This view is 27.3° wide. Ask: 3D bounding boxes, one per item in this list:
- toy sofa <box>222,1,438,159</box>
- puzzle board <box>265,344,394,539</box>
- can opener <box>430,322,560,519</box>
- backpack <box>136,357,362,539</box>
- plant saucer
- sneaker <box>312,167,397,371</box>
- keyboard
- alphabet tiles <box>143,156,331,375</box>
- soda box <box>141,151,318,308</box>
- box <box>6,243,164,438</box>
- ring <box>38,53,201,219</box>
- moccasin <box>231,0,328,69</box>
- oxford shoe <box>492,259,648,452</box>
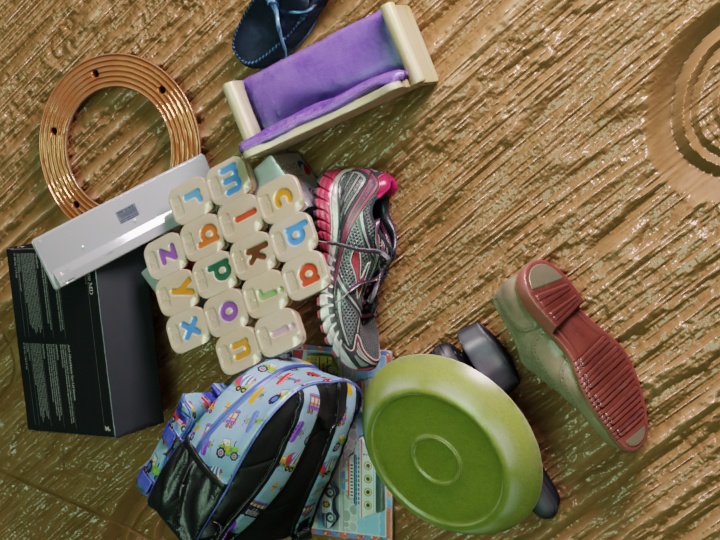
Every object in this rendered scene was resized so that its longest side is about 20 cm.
[{"bbox_3d":[-0.035,-0.181,1.430,0.199,0.098,0.083,-22,88,25],"label":"toy sofa"},{"bbox_3d":[-0.038,0.177,1.527,0.150,0.017,0.201,3,99,23],"label":"puzzle board"},{"bbox_3d":[0.132,0.151,1.425,0.078,0.063,0.201,-31,85,23],"label":"can opener"},{"bbox_3d":[-0.100,0.167,1.444,0.134,0.182,0.201,39,111,29],"label":"backpack"},{"bbox_3d":[0.079,0.176,1.421,0.199,0.031,0.201,17,124,27],"label":"plant saucer"},{"bbox_3d":[0.000,0.000,1.451,0.074,0.081,0.201,-2,97,21],"label":"sneaker"},{"bbox_3d":[-0.233,-0.051,1.500,0.056,0.200,0.011,65,159,-11],"label":"keyboard"},{"bbox_3d":[-0.122,-0.005,1.454,0.195,0.015,0.201,-26,75,26],"label":"alphabet tiles"},{"bbox_3d":[-0.127,-0.034,1.508,0.200,0.064,0.068,-40,81,23],"label":"soda box"},{"bbox_3d":[-0.292,0.069,1.570,0.141,0.079,0.201,1,99,40],"label":"box"},{"bbox_3d":[-0.254,-0.129,1.573,0.199,0.019,0.201,3,98,22],"label":"ring"},{"bbox_3d":[-0.067,-0.283,1.444,0.080,0.068,0.200,42,111,12],"label":"moccasin"},{"bbox_3d":[0.199,0.087,1.398,0.075,0.070,0.201,-35,84,50],"label":"oxford shoe"}]
